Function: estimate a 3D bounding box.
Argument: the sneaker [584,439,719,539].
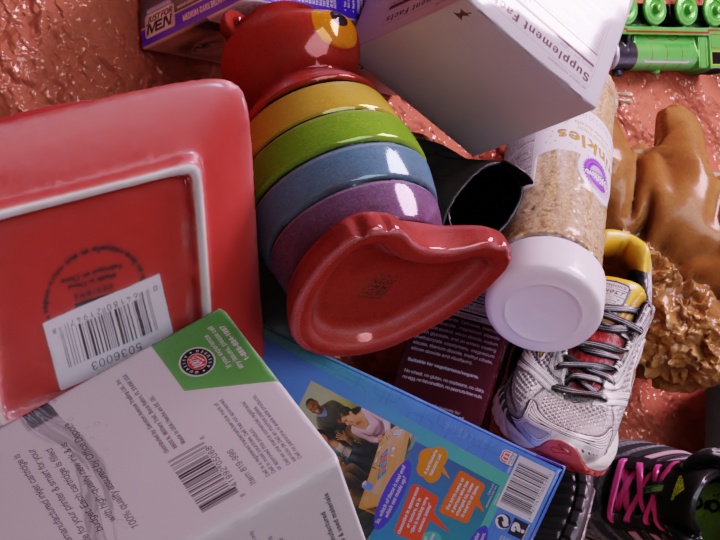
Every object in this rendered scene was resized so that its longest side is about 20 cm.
[{"bbox_3d":[0.197,0.141,1.632,0.087,0.199,0.074,44,60,-64],"label":"sneaker"}]

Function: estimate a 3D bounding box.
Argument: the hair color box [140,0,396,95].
[{"bbox_3d":[-0.022,-0.160,1.586,0.200,0.109,0.065,9,72,-37],"label":"hair color box"}]

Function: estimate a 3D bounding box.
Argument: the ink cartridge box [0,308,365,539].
[{"bbox_3d":[-0.118,0.129,1.336,0.200,0.147,0.083,-28,133,-11],"label":"ink cartridge box"}]

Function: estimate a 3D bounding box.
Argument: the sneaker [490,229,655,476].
[{"bbox_3d":[0.129,0.045,1.548,0.078,0.082,0.200,20,36,-1],"label":"sneaker"}]

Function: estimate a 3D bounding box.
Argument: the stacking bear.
[{"bbox_3d":[-0.019,-0.064,1.451,0.121,0.114,0.200,7,50,-40],"label":"stacking bear"}]

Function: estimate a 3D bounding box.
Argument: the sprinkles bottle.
[{"bbox_3d":[0.114,-0.043,1.549,0.068,0.068,0.200,39,36,-25],"label":"sprinkles bottle"}]

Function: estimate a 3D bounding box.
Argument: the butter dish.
[{"bbox_3d":[-0.168,-0.015,1.412,0.199,0.148,0.200,-16,121,-23],"label":"butter dish"}]

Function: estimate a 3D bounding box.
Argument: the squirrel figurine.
[{"bbox_3d":[0.176,-0.021,1.699,0.186,0.141,0.201,29,59,-23],"label":"squirrel figurine"}]

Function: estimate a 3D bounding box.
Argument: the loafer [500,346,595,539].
[{"bbox_3d":[0.116,0.130,1.604,0.071,0.073,0.200,71,29,-48],"label":"loafer"}]

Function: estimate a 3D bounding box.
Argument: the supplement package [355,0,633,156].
[{"bbox_3d":[0.091,-0.187,1.542,0.114,0.109,0.200,38,56,-26],"label":"supplement package"}]

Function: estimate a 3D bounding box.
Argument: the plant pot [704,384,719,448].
[{"bbox_3d":[0.312,0.131,1.741,0.200,0.200,0.189,-1,68,-39],"label":"plant pot"}]

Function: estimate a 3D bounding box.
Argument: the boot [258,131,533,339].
[{"bbox_3d":[0.000,0.000,1.515,0.077,0.138,0.200,42,77,-26],"label":"boot"}]

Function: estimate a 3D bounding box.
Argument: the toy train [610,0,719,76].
[{"bbox_3d":[0.231,-0.165,1.844,0.200,0.042,0.057,-4,91,-40],"label":"toy train"}]

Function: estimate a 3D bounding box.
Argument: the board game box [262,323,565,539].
[{"bbox_3d":[-0.007,0.136,1.463,0.200,0.045,0.152,26,85,6],"label":"board game box"}]

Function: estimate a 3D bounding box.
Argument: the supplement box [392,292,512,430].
[{"bbox_3d":[0.048,0.085,1.573,0.061,0.109,0.201,15,62,6],"label":"supplement box"}]
